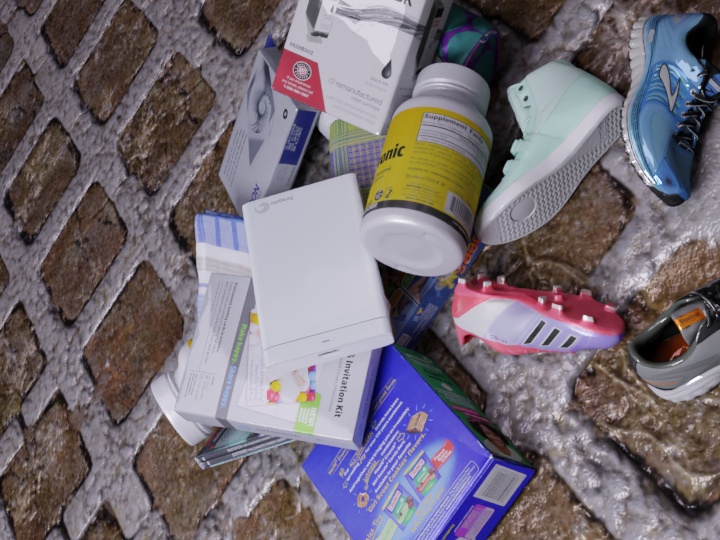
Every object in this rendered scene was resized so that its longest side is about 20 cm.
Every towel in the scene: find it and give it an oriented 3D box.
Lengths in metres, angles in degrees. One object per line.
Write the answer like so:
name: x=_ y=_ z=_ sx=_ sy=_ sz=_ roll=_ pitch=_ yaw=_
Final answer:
towel: x=0.036 y=-0.096 z=1.220 sx=0.141 sy=0.023 sz=0.203 roll=-12 pitch=59 yaw=9
towel: x=-0.159 y=0.033 z=1.359 sx=0.146 sy=0.024 sz=0.204 roll=13 pitch=105 yaw=51

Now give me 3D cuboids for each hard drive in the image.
hard drive: x=-0.047 y=0.000 z=1.154 sx=0.130 sy=0.027 sz=0.202 roll=-15 pitch=56 yaw=4

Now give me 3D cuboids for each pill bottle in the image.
pill bottle: x=-0.131 y=0.103 z=1.251 sx=0.199 sy=0.113 sz=0.113 roll=-36 pitch=45 yaw=-2
pill bottle: x=0.074 y=-0.106 z=1.138 sx=0.110 sy=0.111 sz=0.203 roll=-9 pitch=54 yaw=42

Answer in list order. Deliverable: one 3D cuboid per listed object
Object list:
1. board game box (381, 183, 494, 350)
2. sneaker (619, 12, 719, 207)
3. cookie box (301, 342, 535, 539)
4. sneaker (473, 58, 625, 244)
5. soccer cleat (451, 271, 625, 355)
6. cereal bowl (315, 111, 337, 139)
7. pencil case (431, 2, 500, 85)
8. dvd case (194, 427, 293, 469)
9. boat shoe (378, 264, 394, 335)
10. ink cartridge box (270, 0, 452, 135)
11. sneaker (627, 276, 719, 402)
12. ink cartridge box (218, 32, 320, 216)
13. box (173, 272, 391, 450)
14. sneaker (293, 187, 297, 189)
board game box: x=0.065 y=-0.026 z=1.241 sx=0.201 sy=0.034 sz=0.135 roll=-56 pitch=42 yaw=11
sneaker: x=0.297 y=-0.159 z=1.038 sx=0.089 sy=0.078 sz=0.203 roll=-10 pitch=65 yaw=39
cookie box: x=0.052 y=0.198 z=1.121 sx=0.172 sy=0.075 sz=0.200 roll=-55 pitch=43 yaw=11
sneaker: x=0.172 y=-0.125 z=1.148 sx=0.200 sy=0.074 sz=0.118 roll=-46 pitch=51 yaw=7
soccer cleat: x=0.171 y=0.054 z=1.089 sx=0.198 sy=0.066 sz=0.078 roll=15 pitch=113 yaw=42
cereal bowl: x=0.002 y=-0.250 z=1.376 sx=0.198 sy=0.083 sz=0.203 roll=-21 pitch=58 yaw=39
pencil case: x=0.062 y=-0.274 z=1.262 sx=0.199 sy=0.092 sz=0.086 roll=32 pitch=134 yaw=20
dvd case: x=-0.086 y=0.151 z=1.268 sx=0.198 sy=0.022 sz=0.146 roll=-22 pitch=21 yaw=36
boat shoe: x=0.000 y=0.000 z=1.231 sx=0.061 sy=0.072 sz=0.203 roll=-18 pitch=67 yaw=22
ink cartridge box: x=0.007 y=-0.264 z=1.194 sx=0.145 sy=0.083 sz=0.203 roll=25 pitch=106 yaw=20
sneaker: x=0.311 y=0.037 z=0.931 sx=0.200 sy=0.079 sz=0.075 roll=-42 pitch=45 yaw=22
ink cartridge box: x=-0.133 y=-0.181 z=1.464 sx=0.201 sy=0.040 sz=0.202 roll=59 pitch=136 yaw=44
box: x=-0.080 y=0.091 z=1.158 sx=0.197 sy=0.041 sz=0.158 roll=8 pitch=70 yaw=16
sneaker: x=-0.085 y=-0.027 z=1.371 sx=0.199 sy=0.075 sz=0.116 roll=-30 pitch=35 yaw=52
